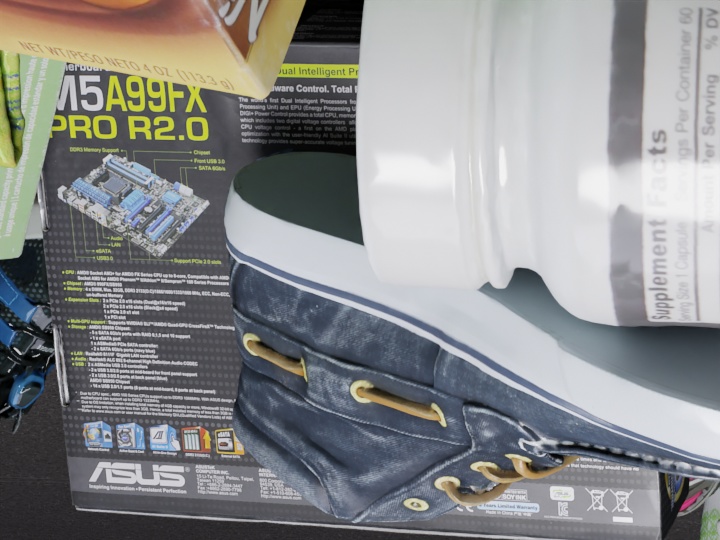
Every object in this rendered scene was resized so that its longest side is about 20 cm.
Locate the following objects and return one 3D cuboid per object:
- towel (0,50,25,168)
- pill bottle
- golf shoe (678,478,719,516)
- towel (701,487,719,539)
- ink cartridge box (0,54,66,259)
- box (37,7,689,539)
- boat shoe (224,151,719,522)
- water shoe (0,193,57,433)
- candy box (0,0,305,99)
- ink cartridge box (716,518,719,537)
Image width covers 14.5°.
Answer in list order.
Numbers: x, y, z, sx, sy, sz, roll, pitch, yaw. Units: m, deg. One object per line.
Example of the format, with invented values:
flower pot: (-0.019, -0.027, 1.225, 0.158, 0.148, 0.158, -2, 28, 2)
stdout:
towel: (-0.188, -0.084, 0.716, 0.199, 0.023, 0.144, 3, 132, 5)
pill bottle: (0.104, -0.041, 0.723, 0.199, 0.114, 0.113, 2, 168, 10)
golf shoe: (0.135, 0.036, 1.003, 0.200, 0.077, 0.088, -36, 162, 21)
towel: (0.209, 0.096, 1.108, 0.149, 0.201, 0.031, 5, 154, 5)
ink cartridge box: (-0.191, -0.047, 0.821, 0.199, 0.048, 0.146, -7, 154, -18)
box: (0.000, 0.000, 0.881, 0.199, 0.161, 0.044, 1, -161, 18)
boat shoe: (0.044, 0.036, 0.801, 0.200, 0.091, 0.071, 23, -147, 36)
water shoe: (-0.118, 0.020, 0.997, 0.200, 0.079, 0.071, -9, 167, 39)
candy box: (-0.115, -0.101, 0.576, 0.199, 0.057, 0.117, 11, 159, 21)
ink cartridge box: (0.242, 0.055, 1.019, 0.199, 0.050, 0.161, -23, 171, -16)
